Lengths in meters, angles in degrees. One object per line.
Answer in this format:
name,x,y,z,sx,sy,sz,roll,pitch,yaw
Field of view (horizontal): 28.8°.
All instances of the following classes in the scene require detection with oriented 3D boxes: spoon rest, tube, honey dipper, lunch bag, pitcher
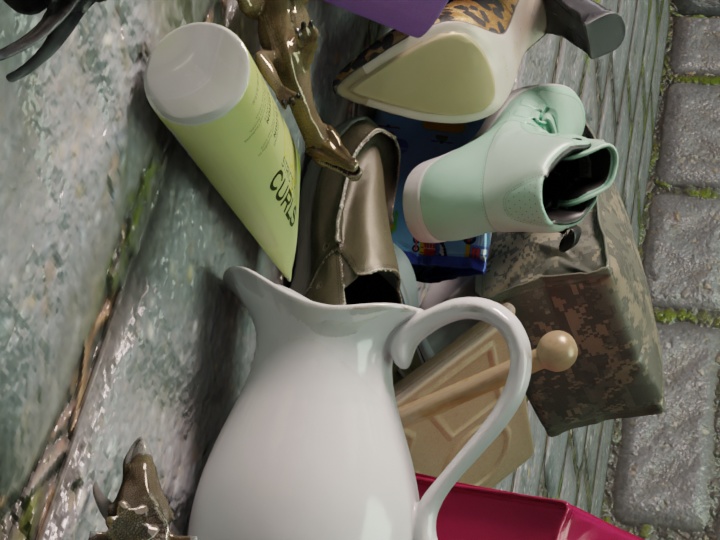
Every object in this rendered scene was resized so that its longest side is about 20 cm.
spoon rest,0.078,0.025,1.138,0.099,0.061,0.200,-43,171,20
tube,-0.055,-0.060,0.714,0.058,0.052,0.200,-47,161,-7
honey dipper,0.031,0.080,0.791,0.038,0.199,0.038,57,16,-26
lunch bag,0.162,-0.005,1.092,0.201,0.117,0.165,-83,152,-46
pitcher,-0.002,0.107,0.719,0.121,0.170,0.202,24,71,-68
lunch bag,0.055,-0.071,1.058,0.200,0.093,0.152,64,33,-86

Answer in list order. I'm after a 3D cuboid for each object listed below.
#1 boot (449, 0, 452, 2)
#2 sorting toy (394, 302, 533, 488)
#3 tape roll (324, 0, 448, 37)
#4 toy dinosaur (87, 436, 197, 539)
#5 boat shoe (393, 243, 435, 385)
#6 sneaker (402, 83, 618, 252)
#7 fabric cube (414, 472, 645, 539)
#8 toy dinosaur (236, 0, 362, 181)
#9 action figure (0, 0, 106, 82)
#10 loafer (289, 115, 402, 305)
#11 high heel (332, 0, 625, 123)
boot,0.103,-0.319,1.127,0.201,0.076,0.169,65,37,-49
sorting toy,0.039,0.127,0.971,0.184,0.036,0.201,-35,144,-17
tape roll,0.040,-0.239,0.802,0.200,0.065,0.202,-160,-90,-82
toy dinosaur,-0.108,0.151,0.530,0.201,0.077,0.102,-56,-178,-35
boat shoe,0.013,0.065,0.974,0.062,0.072,0.201,-49,138,-33
sneaker,0.127,-0.069,0.904,0.200,0.117,0.074,-38,120,-46
fabric cube,0.070,0.235,0.831,0.199,0.195,0.202,30,72,-45
toy dinosaur,-0.044,-0.144,0.734,0.101,0.058,0.202,67,13,-74
action figure,-0.083,-0.167,0.488,0.119,0.101,0.202,34,60,-85
loafer,0.000,0.000,0.853,0.075,0.069,0.202,37,58,-53
high heel,0.058,-0.157,0.933,0.143,0.198,0.072,-129,-152,-56
